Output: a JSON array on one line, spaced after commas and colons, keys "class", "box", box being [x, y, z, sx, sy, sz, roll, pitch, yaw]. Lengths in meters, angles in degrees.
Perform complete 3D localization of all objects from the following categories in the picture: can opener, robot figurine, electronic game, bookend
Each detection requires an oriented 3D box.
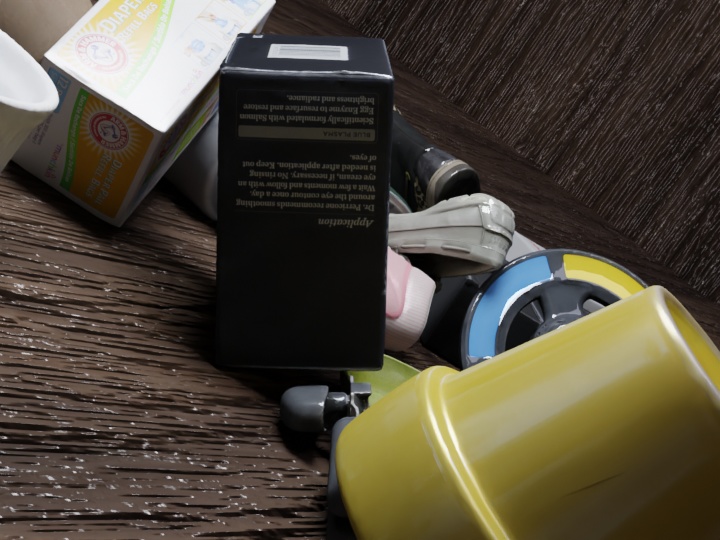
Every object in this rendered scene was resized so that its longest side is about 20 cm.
[{"class": "can opener", "box": [-0.019, 0.115, 0.974, 0.067, 0.054, 0.200, 2, 14, 0]}, {"class": "robot figurine", "box": [-0.130, -0.120, 1.398, 0.200, 0.113, 0.170, 41, -17, 27]}, {"class": "electronic game", "box": [0.179, 0.075, 1.352, 0.200, 0.200, 0.042, 35, -25, 4]}, {"class": "bookend", "box": [0.147, 0.071, 1.459, 0.200, 0.092, 0.199, 31, 13, -12]}]

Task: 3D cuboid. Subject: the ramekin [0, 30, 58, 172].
[{"class": "ramekin", "box": [-0.294, -0.117, 0.980, 0.200, 0.098, 0.201, 33, 13, -8]}]

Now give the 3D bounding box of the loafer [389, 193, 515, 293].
[{"class": "loafer", "box": [0.048, -0.013, 1.407, 0.070, 0.070, 0.200, 28, -30, -37]}]

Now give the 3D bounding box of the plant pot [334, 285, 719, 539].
[{"class": "plant pot", "box": [0.119, 0.114, 0.855, 0.201, 0.189, 0.201, 50, 15, -18]}]

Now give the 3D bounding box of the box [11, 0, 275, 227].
[{"class": "box", "box": [-0.163, -0.146, 1.214, 0.101, 0.113, 0.200, 33, 44, -1]}]

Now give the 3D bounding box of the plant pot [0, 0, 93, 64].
[{"class": "plant pot", "box": [-0.298, -0.226, 1.239, 0.175, 0.200, 0.200, 50, 10, -8]}]

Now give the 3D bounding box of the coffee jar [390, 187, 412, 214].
[{"class": "coffee jar", "box": [-0.044, -0.087, 1.552, 0.200, 0.085, 0.104, 42, 1, 38]}]

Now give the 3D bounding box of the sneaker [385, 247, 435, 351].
[{"class": "sneaker", "box": [0.000, 0.000, 1.373, 0.104, 0.075, 0.200, 23, 23, -27]}]

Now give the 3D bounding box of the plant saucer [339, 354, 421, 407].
[{"class": "plant saucer", "box": [0.061, 0.128, 1.152, 0.200, 0.031, 0.200, 33, 11, -7]}]

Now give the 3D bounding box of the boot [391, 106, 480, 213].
[{"class": "boot", "box": [0.048, -0.075, 1.594, 0.151, 0.073, 0.200, 46, -20, 27]}]

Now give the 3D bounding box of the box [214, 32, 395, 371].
[{"class": "box", "box": [-0.038, -0.055, 1.124, 0.117, 0.201, 0.197, 2, 15, -1]}]

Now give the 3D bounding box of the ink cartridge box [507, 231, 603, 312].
[{"class": "ink cartridge box", "box": [0.245, 0.053, 1.818, 0.200, 0.084, 0.145, 26, 14, -35]}]
